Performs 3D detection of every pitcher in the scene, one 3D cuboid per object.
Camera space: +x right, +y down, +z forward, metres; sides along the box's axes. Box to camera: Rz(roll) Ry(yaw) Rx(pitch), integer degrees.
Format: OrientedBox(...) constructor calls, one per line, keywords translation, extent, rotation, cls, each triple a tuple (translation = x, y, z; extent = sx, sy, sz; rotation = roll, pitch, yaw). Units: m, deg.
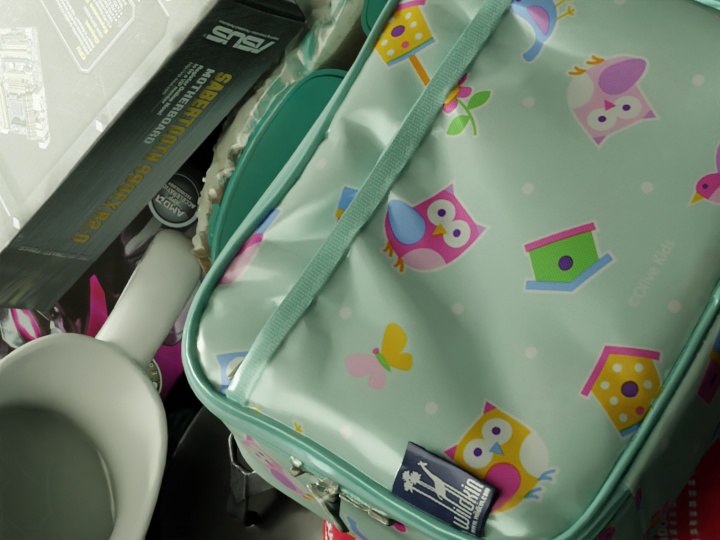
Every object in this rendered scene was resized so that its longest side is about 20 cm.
OrientedBox(translation=(-0.124, 0.080, 0.777), extent=(0.172, 0.121, 0.200), rotation=(-58, 5, -28), cls="pitcher")

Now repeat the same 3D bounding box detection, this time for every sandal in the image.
OrientedBox(translation=(-0.004, 0.034, 0.714), extent=(0.200, 0.043, 0.076), rotation=(-48, 61, 6), cls="sandal")

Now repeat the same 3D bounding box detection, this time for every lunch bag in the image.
OrientedBox(translation=(0.044, -0.002, 0.622), extent=(0.159, 0.077, 0.201), rotation=(28, 73, 23), cls="lunch bag")

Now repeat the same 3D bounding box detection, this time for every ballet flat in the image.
OrientedBox(translation=(0.002, -0.084, 0.725), extent=(0.072, 0.071, 0.201), rotation=(45, 111, 34), cls="ballet flat")

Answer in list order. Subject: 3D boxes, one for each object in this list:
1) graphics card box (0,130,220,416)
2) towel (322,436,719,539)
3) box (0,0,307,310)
OrientedBox(translation=(-0.126, 0.016, 0.866), extent=(0.125, 0.051, 0.201), rotation=(36, 110, 3), cls="graphics card box")
OrientedBox(translation=(0.086, 0.033, 0.653), extent=(0.198, 0.023, 0.146), rotation=(-2, 63, 10), cls="towel")
OrientedBox(translation=(-0.126, -0.112, 0.743), extent=(0.158, 0.048, 0.201), rotation=(-46, 61, 26), cls="box")
